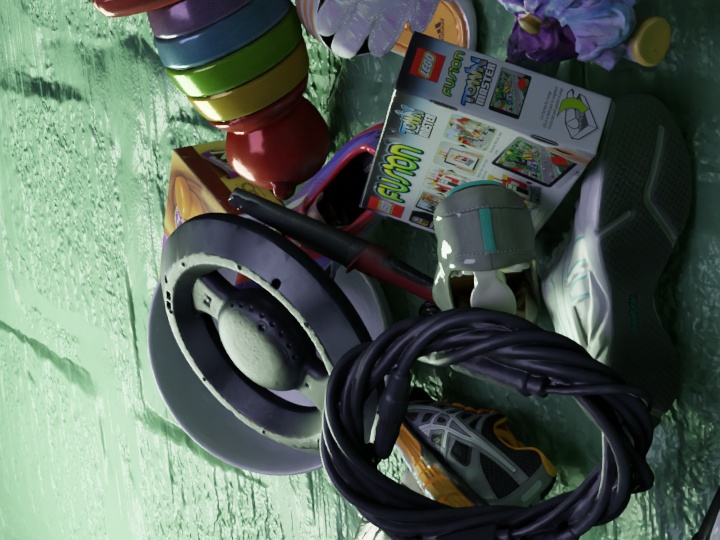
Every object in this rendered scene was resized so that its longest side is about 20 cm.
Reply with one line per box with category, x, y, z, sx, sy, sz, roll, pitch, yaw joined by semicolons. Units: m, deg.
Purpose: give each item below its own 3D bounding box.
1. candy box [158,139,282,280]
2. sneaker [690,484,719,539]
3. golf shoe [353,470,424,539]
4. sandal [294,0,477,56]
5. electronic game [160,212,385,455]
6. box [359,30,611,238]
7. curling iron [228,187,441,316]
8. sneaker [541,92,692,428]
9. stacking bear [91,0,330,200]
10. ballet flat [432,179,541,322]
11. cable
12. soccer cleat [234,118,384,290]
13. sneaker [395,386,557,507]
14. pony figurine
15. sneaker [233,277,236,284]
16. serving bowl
candy box;-0.127;0.003;1.287;0.117;0.056;0.201;47;139;40
sneaker;0.178;0.177;0.822;0.112;0.073;0.201;32;129;49
golf shoe;0.021;0.228;1.125;0.200;0.077;0.089;129;142;-50
sandal;0.001;-0.183;1.001;0.206;0.059;0.080;30;126;51
electronic game;-0.064;0.047;1.026;0.199;0.042;0.201;28;139;27
box;0.063;-0.063;0.833;0.200;0.109;0.035;111;178;-74
curling iron;0.000;0.000;0.979;0.199;0.026;0.050;30;125;-5
sneaker;0.136;-0.005;0.833;0.080;0.070;0.201;33;129;53
stacking bear;-0.088;-0.149;1.081;0.113;0.122;0.201;-12;121;27
ballet flat;0.076;0.015;0.866;0.200;0.067;0.064;68;-169;-66
cable;0.073;0.093;0.837;0.199;0.051;0.164;-28;98;32
soccer cleat;-0.032;-0.027;1.025;0.068;0.073;0.200;47;115;4
sneaker;0.071;0.125;0.992;0.078;0.077;0.200;56;177;-25
pony figurine;0.096;-0.171;0.789;0.200;0.166;0.194;31;94;55
sneaker;-0.066;0.065;1.213;0.090;0.078;0.201;25;124;27
serving bowl;-0.061;0.052;1.126;0.199;0.066;0.201;3;100;19
